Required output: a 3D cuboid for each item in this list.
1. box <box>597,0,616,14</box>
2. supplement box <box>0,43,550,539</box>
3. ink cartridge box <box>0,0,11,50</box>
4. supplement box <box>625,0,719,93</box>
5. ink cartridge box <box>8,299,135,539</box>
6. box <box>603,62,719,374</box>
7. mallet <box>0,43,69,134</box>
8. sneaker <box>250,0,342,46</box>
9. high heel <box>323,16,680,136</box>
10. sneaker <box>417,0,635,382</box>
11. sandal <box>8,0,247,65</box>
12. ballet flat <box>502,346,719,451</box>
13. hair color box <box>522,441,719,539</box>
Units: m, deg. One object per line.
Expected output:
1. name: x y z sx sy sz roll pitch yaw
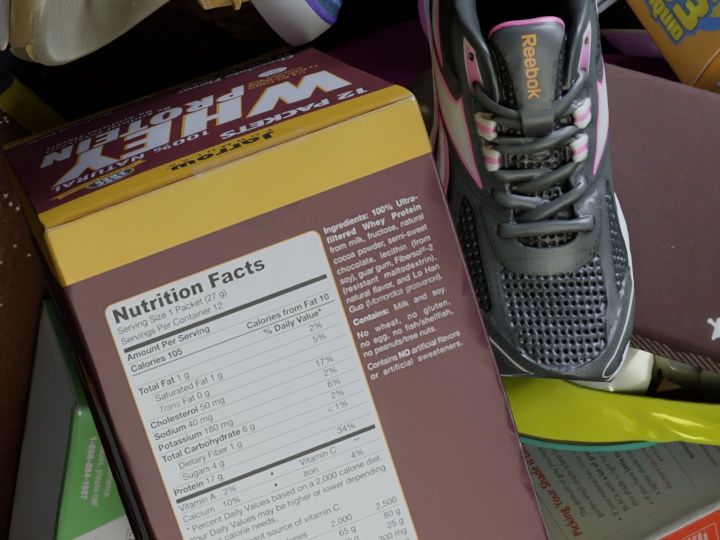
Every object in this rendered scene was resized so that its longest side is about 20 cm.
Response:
1. box: 0.123 -0.201 0.942 0.200 0.060 0.117 -37 128 7
2. supplement box: -0.034 0.038 0.875 0.132 0.197 0.201 -20 104 -9
3. ink cartridge box: -0.146 -0.187 0.759 0.050 0.200 0.162 -20 132 -37
4. supplement box: 0.196 -0.115 0.980 0.199 0.067 0.069 1 141 -47
5. ink cartridge box: -0.049 0.091 1.061 0.198 0.084 0.147 -1 124 -21
6. box: 0.142 -0.013 0.916 0.075 0.199 0.101 32 75 -71
7. mallet: -0.123 -0.042 0.974 0.066 0.041 0.200 -35 132 4
8. sneaker: -0.004 -0.193 0.882 0.146 0.081 0.201 -24 122 4
9. high heel: 0.065 -0.062 0.992 0.198 0.096 0.068 -11 126 -14
10. sneaker: 0.056 -0.057 0.854 0.080 0.202 0.086 -11 169 -4
11. sandal: -0.044 -0.117 0.777 0.200 0.054 0.081 -29 135 -53
12. ballet flat: 0.140 0.041 0.976 0.199 0.067 0.067 8 126 20
13. hair color box: 0.073 0.119 1.013 0.199 0.102 0.061 -24 133 -8
